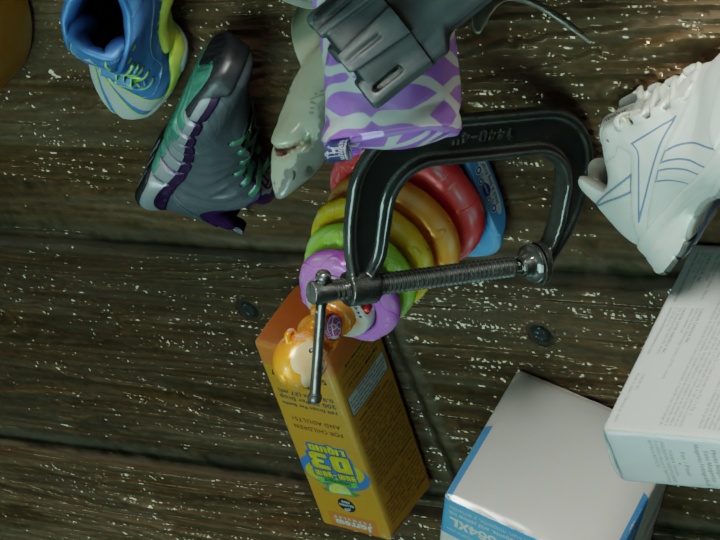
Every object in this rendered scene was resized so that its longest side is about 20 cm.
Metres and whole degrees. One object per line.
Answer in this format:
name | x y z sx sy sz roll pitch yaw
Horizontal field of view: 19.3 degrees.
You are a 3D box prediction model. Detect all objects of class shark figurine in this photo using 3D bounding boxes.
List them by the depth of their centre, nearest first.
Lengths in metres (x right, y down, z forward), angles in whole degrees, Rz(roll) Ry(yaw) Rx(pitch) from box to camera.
shark figurine | 0.035 -0.133 1.282 0.214 0.128 0.089 -32 136 32

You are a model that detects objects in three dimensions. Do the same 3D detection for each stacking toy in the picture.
stacking toy | 0.000 0.000 1.328 0.109 0.200 0.116 2 132 35

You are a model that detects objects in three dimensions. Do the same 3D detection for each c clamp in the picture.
c clamp | 0.054 -0.019 1.282 0.027 0.199 0.171 40 136 52

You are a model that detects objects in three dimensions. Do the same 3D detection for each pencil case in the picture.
pencil case | 0.007 -0.160 1.174 0.085 0.084 0.201 -6 88 53

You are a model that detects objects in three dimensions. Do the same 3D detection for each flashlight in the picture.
flashlight | 0.062 -0.176 1.102 0.068 0.200 0.068 52 -178 -25

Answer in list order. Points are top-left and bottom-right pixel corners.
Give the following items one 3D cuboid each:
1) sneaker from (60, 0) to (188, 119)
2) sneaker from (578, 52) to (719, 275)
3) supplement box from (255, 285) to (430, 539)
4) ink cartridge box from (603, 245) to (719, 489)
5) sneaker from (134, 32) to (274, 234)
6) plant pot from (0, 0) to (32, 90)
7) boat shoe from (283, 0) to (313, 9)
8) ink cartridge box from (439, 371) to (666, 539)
sneaker | -0.162 -0.152 1.361 0.076 0.105 0.200 26 142 11
sneaker | 0.183 -0.076 1.221 0.087 0.075 0.200 35 142 7
supplement box | -0.011 0.107 1.564 0.066 0.069 0.200 10 139 31
ink cartridge box | 0.259 0.057 1.230 0.199 0.163 0.057 6 136 32
sneaker | -0.085 -0.089 1.416 0.087 0.075 0.200 24 153 -9
plant pot | -0.356 -0.149 1.441 0.200 0.183 0.201 20 141 17
boat shoe | -0.066 -0.235 1.236 0.074 0.060 0.200 -37 131 8
ink cartridge box | 0.132 0.198 1.505 0.125 0.129 0.200 23 141 15
